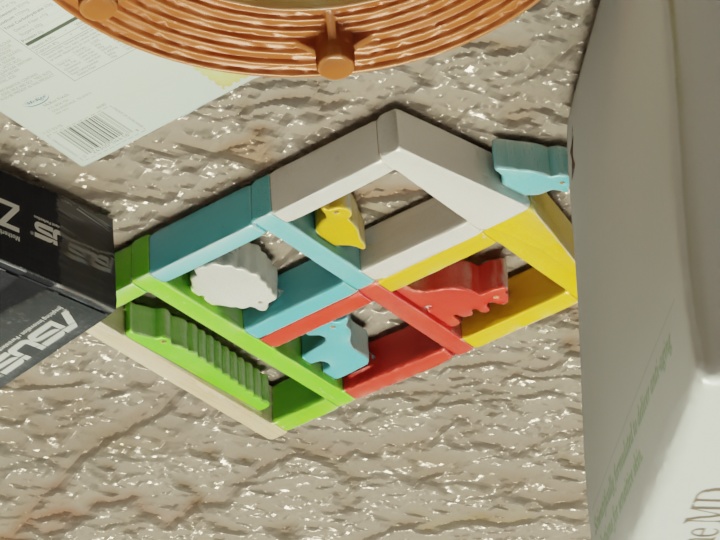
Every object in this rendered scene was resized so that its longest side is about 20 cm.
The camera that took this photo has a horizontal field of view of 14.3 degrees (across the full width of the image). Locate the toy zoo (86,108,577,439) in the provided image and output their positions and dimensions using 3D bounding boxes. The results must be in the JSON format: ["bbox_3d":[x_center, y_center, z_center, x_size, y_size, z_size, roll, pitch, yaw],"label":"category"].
[{"bbox_3d":[0.000,0.000,1.120,0.200,0.020,0.131,-25,141,29],"label":"toy zoo"}]

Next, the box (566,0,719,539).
[{"bbox_3d":[0.166,-0.014,0.937,0.171,0.200,0.199,1,154,-4],"label":"box"}]

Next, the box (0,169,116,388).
[{"bbox_3d":[-0.217,0.013,1.095,0.200,0.049,0.161,-31,141,34],"label":"box"}]

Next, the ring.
[{"bbox_3d":[-0.018,-0.119,0.875,0.200,0.019,0.201,-2,144,-2],"label":"ring"}]

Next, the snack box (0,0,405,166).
[{"bbox_3d":[-0.054,-0.110,0.934,0.200,0.037,0.116,-25,141,28],"label":"snack box"}]
